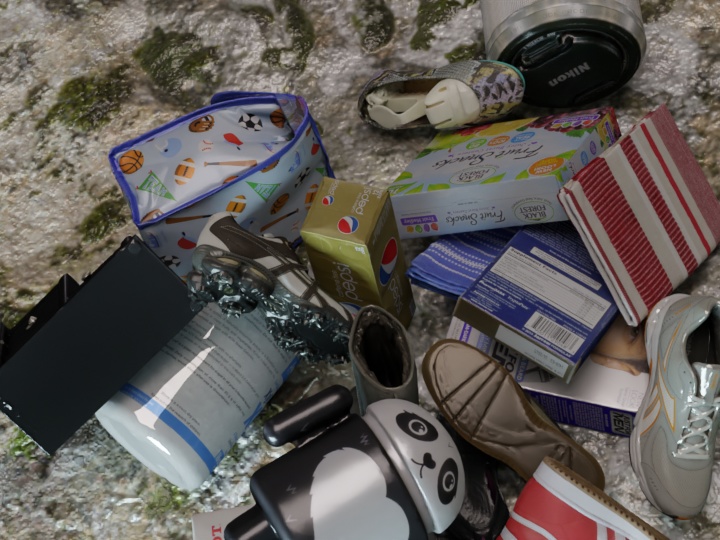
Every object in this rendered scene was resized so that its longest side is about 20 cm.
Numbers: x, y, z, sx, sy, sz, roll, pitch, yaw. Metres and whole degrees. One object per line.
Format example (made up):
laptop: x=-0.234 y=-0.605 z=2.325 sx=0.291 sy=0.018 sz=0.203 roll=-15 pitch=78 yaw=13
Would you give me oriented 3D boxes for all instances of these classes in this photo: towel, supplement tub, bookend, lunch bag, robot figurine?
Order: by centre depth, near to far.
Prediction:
robot figurine: x=-0.011 y=0.188 z=1.490 sx=0.199 sy=0.151 sz=0.125 roll=-30 pitch=43 yaw=-8
towel: x=0.264 y=-0.053 z=1.709 sx=0.023 sy=0.145 sz=0.200 roll=-22 pitch=11 yaw=45
bookend: x=-0.251 y=0.043 z=1.721 sx=0.200 sy=0.092 sz=0.199 roll=-43 pitch=17 yaw=5
supplement tub: x=-0.144 y=0.092 z=1.740 sx=0.132 sy=0.132 sz=0.200 roll=31 pitch=71 yaw=25
towel: x=0.150 y=-0.027 z=1.764 sx=0.144 sy=0.024 sz=0.200 roll=21 pitch=44 yaw=26
lunch bag: x=-0.126 y=-0.083 z=1.815 sx=0.199 sy=0.170 sz=0.124 roll=-25 pitch=61 yaw=-2

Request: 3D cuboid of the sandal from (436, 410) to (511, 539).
sandal: x=0.099 y=0.205 z=1.673 sx=0.075 sy=0.048 sz=0.202 roll=-12 pitch=58 yaw=4

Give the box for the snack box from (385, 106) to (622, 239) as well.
snack box: x=0.135 y=-0.092 z=1.762 sx=0.199 sy=0.053 sz=0.142 roll=-7 pitch=28 yaw=36

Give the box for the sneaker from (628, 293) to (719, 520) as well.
sneaker: x=0.287 y=0.116 z=1.610 sx=0.075 sy=0.092 sz=0.202 roll=4 pitch=81 yaw=-17

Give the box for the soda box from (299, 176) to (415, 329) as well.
soda box: x=0.000 y=0.000 z=1.721 sx=0.067 sy=0.200 sz=0.064 roll=13 pitch=59 yaw=18

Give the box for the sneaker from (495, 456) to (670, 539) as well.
sneaker: x=0.210 y=0.263 z=1.600 sx=0.199 sy=0.071 sz=0.113 roll=36 pitch=94 yaw=1

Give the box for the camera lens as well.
camera lens: x=0.200 y=-0.278 z=1.865 sx=0.159 sy=0.160 sz=0.201 roll=-8 pitch=59 yaw=7

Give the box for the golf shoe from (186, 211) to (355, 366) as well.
golf shoe: x=-0.065 y=0.014 z=1.668 sx=0.078 sy=0.200 sz=0.095 roll=-29 pitch=42 yaw=35

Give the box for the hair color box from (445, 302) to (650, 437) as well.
hair color box: x=0.180 y=0.079 z=1.722 sx=0.199 sy=0.065 sz=0.110 roll=11 pitch=62 yaw=16

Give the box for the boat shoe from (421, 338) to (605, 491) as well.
boat shoe: x=0.133 y=0.142 z=1.664 sx=0.073 sy=0.065 sz=0.200 roll=-45 pitch=83 yaw=-5

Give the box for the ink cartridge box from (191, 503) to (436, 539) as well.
ink cartridge box: x=-0.032 y=0.286 z=1.597 sx=0.199 sy=0.145 sz=0.148 roll=-10 pitch=59 yaw=5

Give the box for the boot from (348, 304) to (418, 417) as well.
boot: x=0.016 y=0.108 z=1.646 sx=0.072 sy=0.201 sz=0.182 roll=-26 pitch=44 yaw=-7

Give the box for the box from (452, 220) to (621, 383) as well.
box: x=0.184 y=0.009 z=1.685 sx=0.121 sy=0.033 sz=0.200 roll=30 pitch=46 yaw=14

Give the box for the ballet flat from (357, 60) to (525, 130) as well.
ballet flat: x=0.073 y=-0.167 z=1.848 sx=0.199 sy=0.072 sz=0.072 roll=1 pitch=57 yaw=43
